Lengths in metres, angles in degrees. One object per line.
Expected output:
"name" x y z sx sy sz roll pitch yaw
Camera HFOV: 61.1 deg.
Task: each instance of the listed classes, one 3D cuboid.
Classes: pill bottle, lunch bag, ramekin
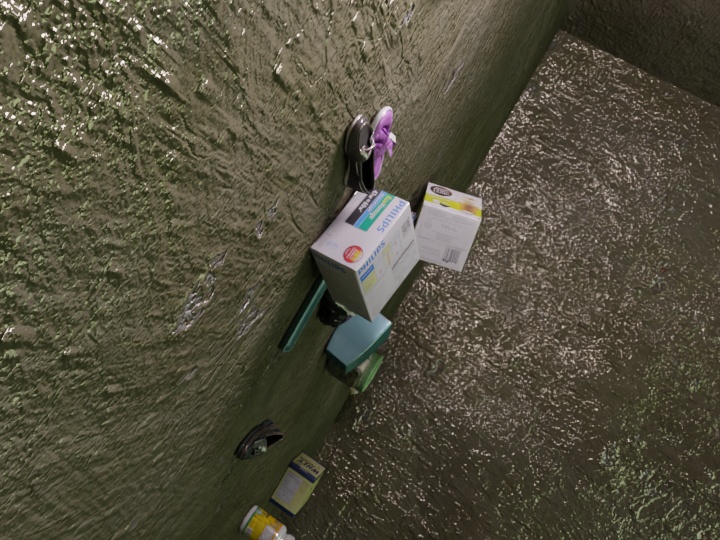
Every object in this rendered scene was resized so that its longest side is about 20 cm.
"pill bottle" -0.353 0.999 2.326 0.113 0.199 0.113 -56 169 -17
"lunch bag" -0.020 0.295 2.154 0.168 0.138 0.201 -53 168 -30
"ramekin" 0.021 0.476 2.958 0.201 0.097 0.200 -57 169 -17

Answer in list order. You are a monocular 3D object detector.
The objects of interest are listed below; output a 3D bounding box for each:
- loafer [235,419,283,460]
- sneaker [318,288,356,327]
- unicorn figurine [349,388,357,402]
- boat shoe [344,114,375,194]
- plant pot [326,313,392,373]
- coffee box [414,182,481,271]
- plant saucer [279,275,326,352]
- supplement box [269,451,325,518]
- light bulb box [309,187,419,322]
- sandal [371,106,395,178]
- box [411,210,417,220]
"loafer" -0.266 0.463 1.652 0.072 0.062 0.200 -62 169 14
"sneaker" -0.072 0.109 1.592 0.087 0.076 0.200 -39 158 0
"unicorn figurine" -0.003 0.572 3.219 0.137 0.073 0.203 -5 111 -66
"boat shoe" 0.008 -0.210 1.130 0.067 0.057 0.201 -55 169 -22
"plant pot" -0.016 0.225 2.001 0.200 0.141 0.142 -47 166 -22
"coffee box" 0.287 -0.151 2.079 0.198 0.197 0.202 -68 175 -59
"plant saucer" -0.130 0.098 1.431 0.202 0.019 0.070 -60 170 1
"supplement box" -0.280 0.960 2.750 0.201 0.133 0.200 -60 170 4
"light bulb box" 0.017 -0.037 1.300 0.199 0.124 0.201 -51 150 -22
"sandal" 0.046 -0.247 1.231 0.083 0.049 0.203 -54 168 -28
"box" 0.131 -0.096 2.080 0.137 0.037 0.201 -54 168 -32
